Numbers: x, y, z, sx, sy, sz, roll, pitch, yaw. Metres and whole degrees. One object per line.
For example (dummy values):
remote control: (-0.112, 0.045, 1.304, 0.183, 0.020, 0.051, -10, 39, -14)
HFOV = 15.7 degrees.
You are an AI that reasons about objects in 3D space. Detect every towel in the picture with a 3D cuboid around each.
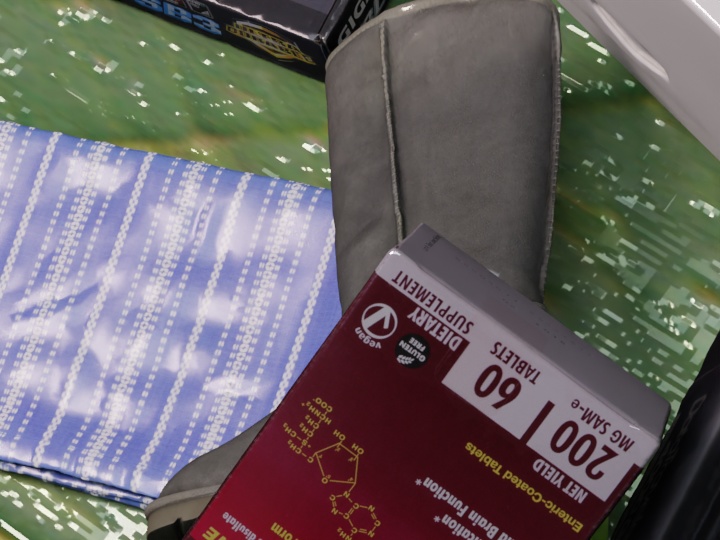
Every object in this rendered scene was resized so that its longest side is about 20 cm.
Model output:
towel: (-0.091, 0.019, 1.033, 0.200, 0.024, 0.145, 12, 71, 17)

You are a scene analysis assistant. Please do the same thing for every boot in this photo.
boot: (0.000, 0.001, 0.972, 0.182, 0.073, 0.200, -14, 63, 12)

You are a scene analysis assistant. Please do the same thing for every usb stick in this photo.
usb stick: (0.116, 0.077, 0.915, 0.033, 0.055, 0.200, 38, 56, -6)

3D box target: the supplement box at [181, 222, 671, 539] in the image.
supplement box: (0.001, 0.097, 0.871, 0.109, 0.061, 0.200, 36, 104, 3)

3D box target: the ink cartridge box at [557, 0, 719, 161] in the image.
ink cartridge box: (0.174, -0.157, 0.974, 0.200, 0.146, 0.147, -40, 65, -4)

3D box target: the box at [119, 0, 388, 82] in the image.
box: (-0.052, -0.201, 1.099, 0.200, 0.050, 0.199, 23, 76, 19)

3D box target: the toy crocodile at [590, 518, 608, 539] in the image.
toy crocodile: (0.056, 0.154, 0.928, 0.067, 0.062, 0.200, -13, 55, 47)
